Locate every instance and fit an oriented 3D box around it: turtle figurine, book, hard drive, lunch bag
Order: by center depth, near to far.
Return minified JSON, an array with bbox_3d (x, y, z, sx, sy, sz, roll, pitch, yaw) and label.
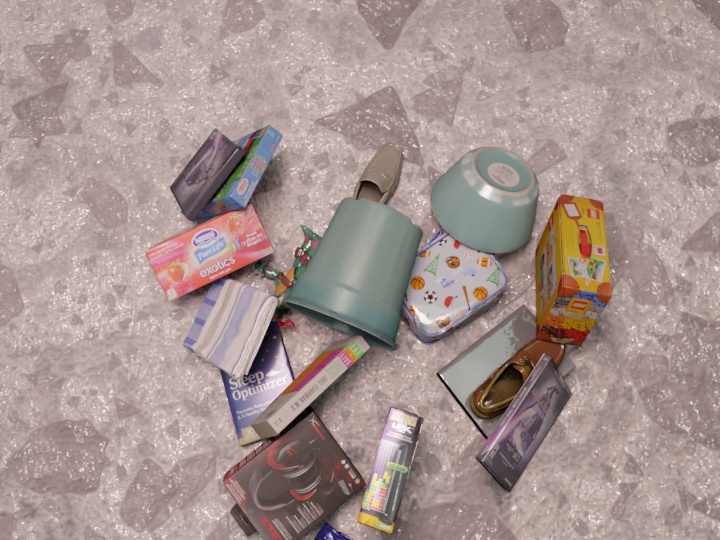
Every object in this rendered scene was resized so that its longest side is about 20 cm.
[{"bbox_3d":[-0.082,0.187,1.036,0.200,0.134,0.048,-40,90,-25],"label":"book"},{"bbox_3d":[0.252,0.173,1.116,0.199,0.033,0.140,-36,76,-10],"label":"hard drive"},{"bbox_3d":[-0.133,0.019,1.134,0.201,0.100,0.150,-56,37,0],"label":"turtle figurine"},{"bbox_3d":[0.152,0.019,1.141,0.199,0.076,0.161,-32,71,-9],"label":"lunch bag"}]

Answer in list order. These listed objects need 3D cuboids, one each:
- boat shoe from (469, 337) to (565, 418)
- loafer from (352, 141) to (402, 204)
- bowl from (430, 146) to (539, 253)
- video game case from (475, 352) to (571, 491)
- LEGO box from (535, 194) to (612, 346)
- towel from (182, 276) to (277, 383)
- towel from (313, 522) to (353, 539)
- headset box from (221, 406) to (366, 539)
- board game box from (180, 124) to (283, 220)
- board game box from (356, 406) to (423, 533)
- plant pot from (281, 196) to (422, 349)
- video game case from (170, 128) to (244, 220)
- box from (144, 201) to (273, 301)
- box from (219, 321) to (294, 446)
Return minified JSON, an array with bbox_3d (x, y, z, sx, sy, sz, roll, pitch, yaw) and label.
[{"bbox_3d":[0.269,0.174,1.062,0.200,0.068,0.072,-41,76,-11],"label":"boat shoe"},{"bbox_3d":[0.029,-0.155,1.194,0.069,0.070,0.201,19,75,6],"label":"loafer"},{"bbox_3d":[0.232,-0.141,1.133,0.199,0.105,0.202,8,51,-10],"label":"bowl"},{"bbox_3d":[0.270,0.249,1.045,0.019,0.143,0.200,26,73,43],"label":"video game case"},{"bbox_3d":[0.349,-0.001,1.073,0.077,0.149,0.201,10,52,3],"label":"LEGO box"},{"bbox_3d":[-0.223,0.090,1.079,0.199,0.024,0.148,16,80,48],"label":"towel"},{"bbox_3d":[-0.053,0.524,1.013,0.147,0.050,0.200,34,77,17],"label":"towel"},{"bbox_3d":[-0.114,0.342,1.034,0.199,0.075,0.149,-36,90,-9],"label":"headset box"},{"bbox_3d":[-0.232,-0.168,1.140,0.037,0.199,0.152,37,65,-31],"label":"board game box"},{"bbox_3d":[0.046,0.306,0.993,0.056,0.200,0.167,15,73,6],"label":"board game box"},{"bbox_3d":[0.000,0.000,1.047,0.199,0.200,0.197,21,79,6],"label":"plant pot"},{"bbox_3d":[-0.275,-0.174,1.136,0.019,0.200,0.143,37,92,-30],"label":"video game case"},{"bbox_3d":[-0.262,-0.038,1.133,0.199,0.103,0.095,-26,102,-6],"label":"box"},{"bbox_3d":[-0.177,0.188,1.117,0.120,0.032,0.201,-18,74,-5],"label":"box"}]
